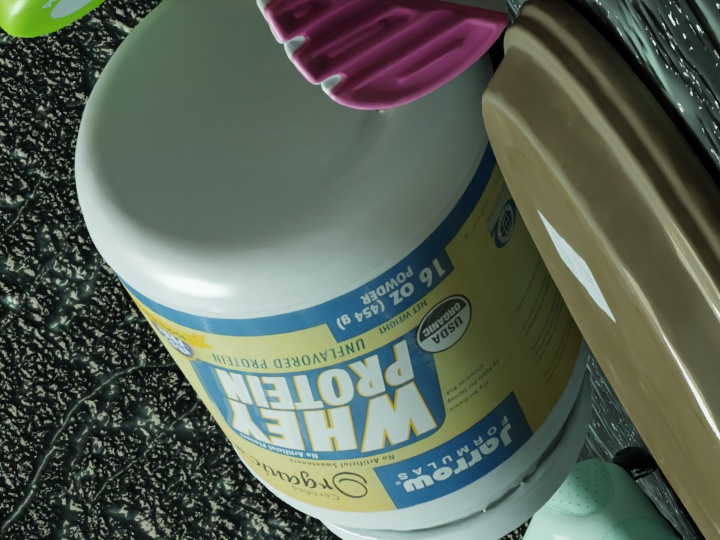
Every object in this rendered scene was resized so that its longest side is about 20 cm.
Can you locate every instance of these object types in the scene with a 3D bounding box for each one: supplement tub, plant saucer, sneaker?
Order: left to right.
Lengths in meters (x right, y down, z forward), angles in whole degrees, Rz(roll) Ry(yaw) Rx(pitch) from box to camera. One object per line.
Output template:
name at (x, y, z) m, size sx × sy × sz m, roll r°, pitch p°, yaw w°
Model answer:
sneaker at (-0.036, -0.137, 0.567) m, size 0.201 × 0.081 × 0.088 m, roll 62°, pitch 177°, yaw -25°
supplement tub at (0.000, 0.000, 0.789) m, size 0.145 × 0.144 × 0.200 m, roll 59°, pitch 179°, yaw 41°
sneaker at (0.124, 0.157, 0.967) m, size 0.118 × 0.073 × 0.201 m, roll 51°, pitch 164°, yaw 36°
plant saucer at (0.084, 0.022, 0.582) m, size 0.201 × 0.029 × 0.200 m, roll 61°, pitch 180°, yaw 0°

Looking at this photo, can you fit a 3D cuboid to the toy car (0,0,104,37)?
toy car at (-0.081, -0.201, 0.703) m, size 0.165 × 0.157 × 0.200 m, roll 56°, pitch 150°, yaw 5°
